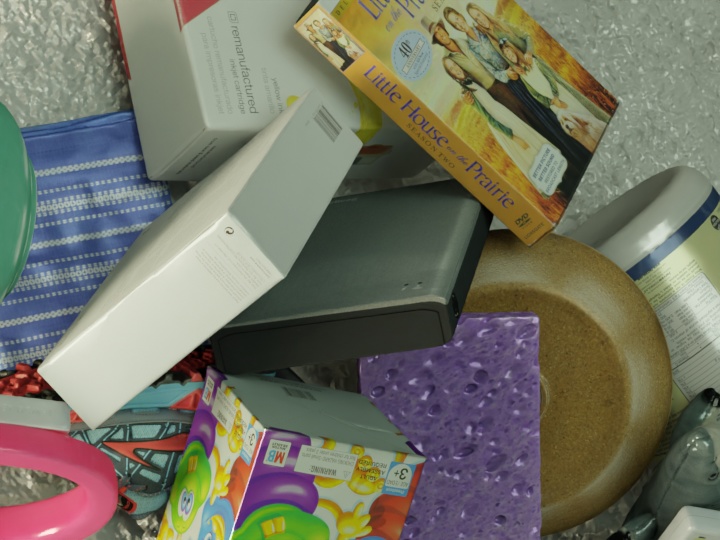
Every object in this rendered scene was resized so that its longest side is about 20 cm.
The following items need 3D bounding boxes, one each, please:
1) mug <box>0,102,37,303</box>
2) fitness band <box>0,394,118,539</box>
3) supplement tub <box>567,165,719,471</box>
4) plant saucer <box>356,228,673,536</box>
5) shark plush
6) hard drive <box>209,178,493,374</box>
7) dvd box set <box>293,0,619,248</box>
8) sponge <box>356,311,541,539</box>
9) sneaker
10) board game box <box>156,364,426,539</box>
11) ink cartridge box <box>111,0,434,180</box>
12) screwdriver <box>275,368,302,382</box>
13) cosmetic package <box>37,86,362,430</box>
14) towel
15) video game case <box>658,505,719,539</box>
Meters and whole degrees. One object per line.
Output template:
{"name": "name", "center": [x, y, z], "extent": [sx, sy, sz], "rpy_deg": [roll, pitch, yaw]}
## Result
{"name": "mug", "center": [-0.249, -0.018, 1.308], "extent": [0.114, 0.152, 0.186], "rpy_deg": [9, 79, -28]}
{"name": "fitness band", "center": [-0.230, 0.116, 1.284], "extent": [0.199, 0.144, 0.038], "rpy_deg": [8, 54, -25]}
{"name": "supplement tub", "center": [0.219, 0.049, 1.546], "extent": [0.145, 0.145, 0.200], "rpy_deg": [-41, 98, -31]}
{"name": "plant saucer", "center": [0.096, 0.076, 1.466], "extent": [0.199, 0.035, 0.201], "rpy_deg": [0, 101, 2]}
{"name": "shark plush", "center": [0.179, 0.150, 1.474], "extent": [0.083, 0.200, 0.091], "rpy_deg": [-19, 74, -46]}
{"name": "hard drive", "center": [0.000, 0.000, 1.396], "extent": [0.200, 0.139, 0.033], "rpy_deg": [-65, 144, -66]}
{"name": "dvd box set", "center": [0.064, -0.127, 1.455], "extent": [0.200, 0.029, 0.147], "rpy_deg": [43, 42, -9]}
{"name": "sponge", "center": [0.055, 0.124, 1.439], "extent": [0.111, 0.030, 0.201], "rpy_deg": [-2, 99, -3]}
{"name": "sneaker", "center": [-0.140, 0.101, 1.359], "extent": [0.199, 0.079, 0.096], "rpy_deg": [-4, 101, -23]}
{"name": "board game box", "center": [-0.054, 0.172, 1.335], "extent": [0.104, 0.103, 0.201], "rpy_deg": [12, 103, -25]}
{"name": "ink cartridge box", "center": [-0.043, -0.138, 1.475], "extent": [0.199, 0.083, 0.146], "rpy_deg": [-3, 69, -33]}
{"name": "screwdriver", "center": [-0.011, 0.119, 1.464], "extent": [0.029, 0.028, 0.200], "rpy_deg": [-42, 107, -9]}
{"name": "cosmetic package", "center": [-0.086, -0.011, 1.319], "extent": [0.052, 0.151, 0.200], "rpy_deg": [49, 25, -10]}
{"name": "towel", "center": [-0.165, 0.007, 1.420], "extent": [0.144, 0.024, 0.201], "rpy_deg": [-11, 82, -30]}
{"name": "video game case", "center": [0.245, 0.227, 1.500], "extent": [0.199, 0.182, 0.022], "rpy_deg": [11, 39, -25]}
